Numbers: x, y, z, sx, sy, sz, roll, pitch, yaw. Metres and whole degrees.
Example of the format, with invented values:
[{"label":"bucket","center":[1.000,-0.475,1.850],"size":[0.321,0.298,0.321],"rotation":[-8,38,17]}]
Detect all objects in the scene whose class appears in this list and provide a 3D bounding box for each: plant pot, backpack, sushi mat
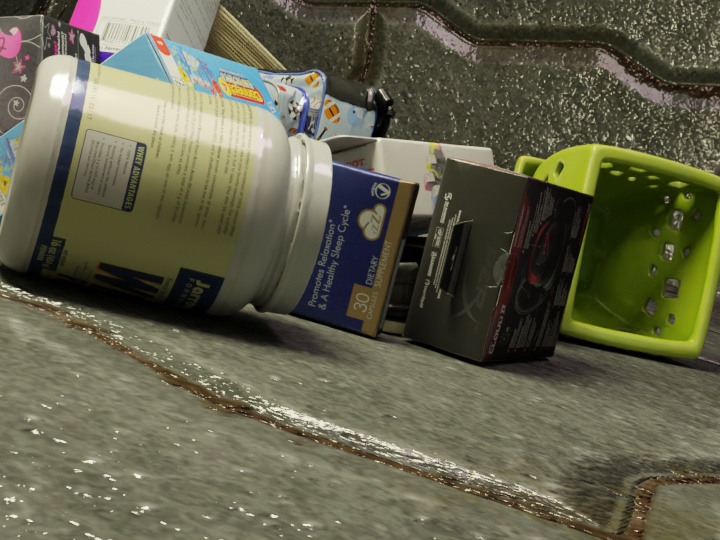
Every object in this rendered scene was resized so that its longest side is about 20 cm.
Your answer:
[{"label":"plant pot","center":[0.260,-0.023,1.467],"size":[0.198,0.202,0.181],"rotation":[12,-1,-28]},{"label":"backpack","center":[-0.081,-0.102,1.322],"size":[0.153,0.192,0.199],"rotation":[3,6,-36]},{"label":"sushi mat","center":[-0.117,-0.195,1.441],"size":[0.200,0.095,0.012],"rotation":[43,33,-18]}]

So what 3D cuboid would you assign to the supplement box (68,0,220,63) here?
[{"label":"supplement box","center":[-0.208,-0.263,1.330],"size":[0.100,0.201,0.104],"rotation":[9,-22,15]}]

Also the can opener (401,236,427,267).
[{"label":"can opener","center":[0.000,0.000,1.201],"size":[0.198,0.079,0.063],"rotation":[6,13,5]}]

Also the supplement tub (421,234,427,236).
[{"label":"supplement tub","center":[0.113,-0.029,1.364],"size":[0.139,0.142,0.200],"rotation":[14,5,-14]}]

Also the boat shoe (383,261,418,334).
[{"label":"boat shoe","center":[-0.044,-0.004,1.121],"size":[0.200,0.064,0.074],"rotation":[16,7,24]}]

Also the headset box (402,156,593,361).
[{"label":"headset box","center":[0.113,-0.007,1.105],"size":[0.075,0.150,0.200],"rotation":[16,6,26]}]

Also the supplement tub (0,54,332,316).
[{"label":"supplement tub","center":[-0.131,-0.051,0.902],"size":[0.198,0.146,0.145],"rotation":[14,6,-16]}]

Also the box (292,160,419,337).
[{"label":"box","center":[-0.065,-0.034,1.039],"size":[0.198,0.122,0.032],"rotation":[16,7,10]}]

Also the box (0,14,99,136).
[{"label":"box","center":[-0.350,-0.158,1.220],"size":[0.198,0.133,0.115],"rotation":[1,1,15]}]

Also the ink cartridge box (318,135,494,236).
[{"label":"ink cartridge box","center":[0.015,-0.068,1.155],"size":[0.115,0.069,0.199],"rotation":[-11,-7,41]}]

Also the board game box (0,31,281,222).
[{"label":"board game box","center":[-0.194,-0.107,1.125],"size":[0.056,0.199,0.196],"rotation":[62,19,10]}]
